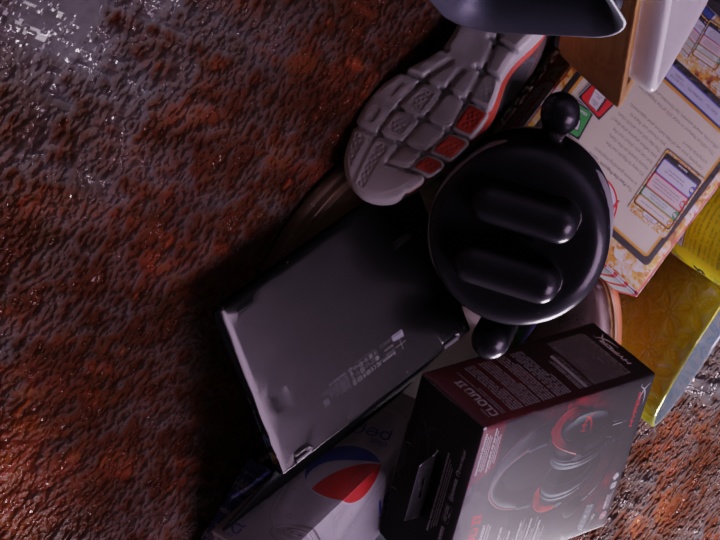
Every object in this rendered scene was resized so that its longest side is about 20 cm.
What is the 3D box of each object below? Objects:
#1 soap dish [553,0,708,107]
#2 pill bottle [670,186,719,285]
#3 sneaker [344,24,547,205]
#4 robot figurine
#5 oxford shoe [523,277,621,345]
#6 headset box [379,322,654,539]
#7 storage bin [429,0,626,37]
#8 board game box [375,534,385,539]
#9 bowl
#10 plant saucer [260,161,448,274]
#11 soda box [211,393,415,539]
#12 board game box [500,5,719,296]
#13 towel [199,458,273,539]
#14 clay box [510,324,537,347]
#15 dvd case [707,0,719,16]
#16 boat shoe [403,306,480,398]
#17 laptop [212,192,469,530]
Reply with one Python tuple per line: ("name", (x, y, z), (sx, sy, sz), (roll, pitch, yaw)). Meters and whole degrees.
("soap dish", (0.202, -0.234, 1.584), (0.158, 0.081, 0.200), (93, 21, -45))
("pill bottle", (0.270, -0.056, 1.800), (0.104, 0.200, 0.105), (-37, 147, -29))
("sneaker", (0.070, -0.112, 1.575), (0.200, 0.077, 0.082), (-48, 157, -12))
("robot figurine", (0.113, -0.032, 1.570), (0.150, 0.125, 0.200), (-34, -176, 12))
("oxford shoe", (0.146, 0.085, 1.806), (0.073, 0.071, 0.201), (-9, 127, -41))
("headset box", (0.108, 0.137, 1.709), (0.199, 0.075, 0.150), (-13, 130, -39))
("storage bin", (0.086, -0.243, 1.417), (0.200, 0.144, 0.135), (39, 59, -61))
("board game box", (-0.003, 0.263, 1.737), (0.199, 0.147, 0.065), (-23, 137, -42))
("bowl", (0.255, 0.018, 1.932), (0.201, 0.107, 0.200), (-52, 168, -16))
("plant saucer", (0.000, 0.000, 1.631), (0.200, 0.029, 0.201), (-36, 145, -30))
("soda box", (-0.022, 0.170, 1.708), (0.200, 0.063, 0.069), (-40, 140, -37))
("board game box", (0.202, -0.106, 1.709), (0.200, 0.151, 0.046), (-52, -166, -6))
("towel", (-0.104, 0.239, 1.736), (0.201, 0.024, 0.145), (-58, 150, 0))
("clay box", (0.123, 0.105, 1.904), (0.115, 0.047, 0.201), (-14, 129, -49))
("dvd case", (0.308, -0.130, 1.831), (0.025, 0.150, 0.201), (-40, 148, -32))
("boat shoe", (0.069, 0.103, 1.808), (0.069, 0.071, 0.201), (-53, 153, -52))
("laptop", (-0.031, 0.059, 1.607), (0.187, 0.115, 0.201), (-36, 117, -31))
